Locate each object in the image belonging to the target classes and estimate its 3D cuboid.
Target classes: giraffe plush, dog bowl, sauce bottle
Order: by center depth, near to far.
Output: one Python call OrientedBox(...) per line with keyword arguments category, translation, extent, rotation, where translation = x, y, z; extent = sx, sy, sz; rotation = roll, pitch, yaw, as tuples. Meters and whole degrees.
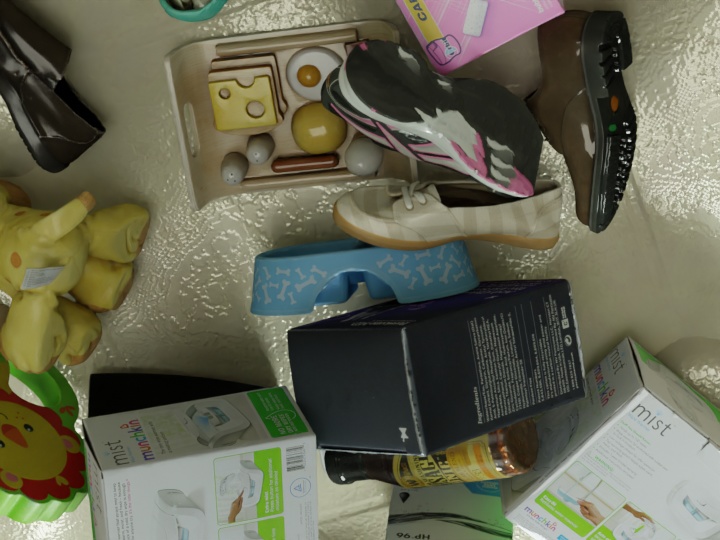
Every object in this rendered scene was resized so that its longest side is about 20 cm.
OrientedBox(category="giraffe plush", translation=(-0.302, -0.020, 1.434), extent=(0.162, 0.200, 0.173), rotation=(27, 85, 18))
OrientedBox(category="dog bowl", translation=(0.000, 0.000, 1.434), extent=(0.199, 0.111, 0.050), rotation=(-7, 98, 9))
OrientedBox(category="sauce bottle", translation=(0.059, 0.161, 1.481), extent=(0.200, 0.066, 0.066), rotation=(-14, 116, 35))

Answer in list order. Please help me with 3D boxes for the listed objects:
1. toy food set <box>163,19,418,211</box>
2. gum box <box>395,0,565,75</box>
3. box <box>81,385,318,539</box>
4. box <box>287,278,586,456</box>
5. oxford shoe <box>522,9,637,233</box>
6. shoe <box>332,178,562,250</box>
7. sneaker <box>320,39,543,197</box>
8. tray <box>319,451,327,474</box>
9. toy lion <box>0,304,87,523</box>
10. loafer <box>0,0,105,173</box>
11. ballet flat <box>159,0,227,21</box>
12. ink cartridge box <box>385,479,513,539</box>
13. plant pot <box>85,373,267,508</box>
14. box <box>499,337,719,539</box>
OrientedBox(category="toy food set", translation=(-0.056, -0.125, 1.401), extent=(0.199, 0.060, 0.144), rotation=(-6, 116, 8))
OrientedBox(category="gum box", translation=(0.065, -0.270, 1.314), extent=(0.113, 0.066, 0.200), rotation=(-26, 111, 16))
OrientedBox(category="box", translation=(-0.128, 0.215, 1.364), extent=(0.176, 0.097, 0.201), rotation=(-9, 115, -16))
OrientedBox(category="box", translation=(0.064, 0.077, 1.379), extent=(0.148, 0.200, 0.105), rotation=(-3, 98, 48))
OrientedBox(category="oxford shoe", translation=(0.181, -0.124, 1.384), extent=(0.084, 0.073, 0.200), rotation=(9, 123, 29))
OrientedBox(category="shoe", translation=(0.075, -0.055, 1.382), extent=(0.199, 0.070, 0.053), rotation=(2, 126, -18))
OrientedBox(category="sneaker", translation=(0.056, -0.121, 1.341), extent=(0.200, 0.081, 0.086), rotation=(31, 160, -24))
OrientedBox(category="tray", translation=(0.055, 0.129, 1.538), extent=(0.199, 0.022, 0.108), rotation=(-7, 114, 9))
OrientedBox(category="toy lion", translation=(-0.308, 0.132, 1.459), extent=(0.192, 0.200, 0.069), rotation=(39, 113, 2))
OrientedBox(category="loafer", translation=(-0.276, -0.180, 1.397), extent=(0.071, 0.073, 0.200), rotation=(-22, 120, 9))
OrientedBox(category="ballet flat", translation=(-0.096, -0.275, 1.323), extent=(0.067, 0.070, 0.200), rotation=(39, 114, 2))
OrientedBox(category="ink cartridge box", translation=(0.078, 0.260, 1.500), extent=(0.116, 0.200, 0.068), rotation=(5, 117, 3))
OrientedBox(category="plant pot", translation=(-0.143, 0.207, 1.511), extent=(0.177, 0.200, 0.201), rotation=(-10, 116, -4))
OrientedBox(category="box", translation=(0.254, 0.192, 1.487), extent=(0.200, 0.097, 0.177), rotation=(37, 110, -17))
